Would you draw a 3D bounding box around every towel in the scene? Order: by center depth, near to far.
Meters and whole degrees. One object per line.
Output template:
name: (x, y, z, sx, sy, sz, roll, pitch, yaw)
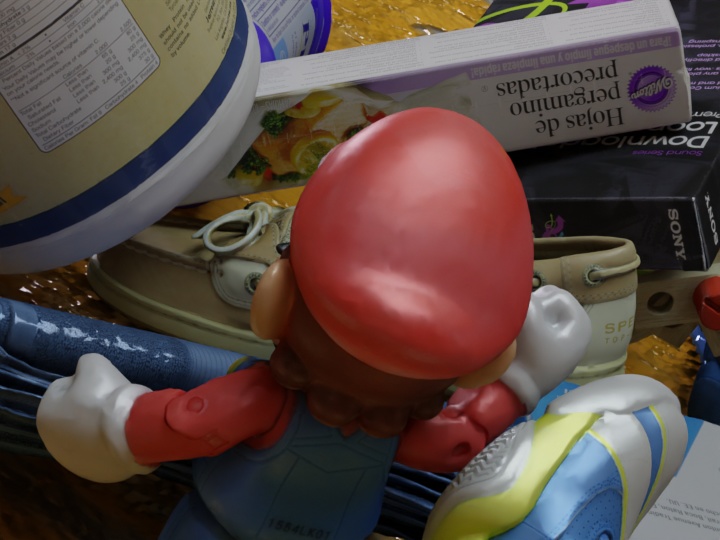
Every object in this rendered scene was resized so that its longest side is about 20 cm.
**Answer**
towel: (-0.059, 0.046, 0.912, 0.200, 0.049, 0.112, 14, -1, -25)

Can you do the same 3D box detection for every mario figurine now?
mario figurine: (-0.013, 0.035, 0.830, 0.106, 0.200, 0.123, 40, 29, 24)

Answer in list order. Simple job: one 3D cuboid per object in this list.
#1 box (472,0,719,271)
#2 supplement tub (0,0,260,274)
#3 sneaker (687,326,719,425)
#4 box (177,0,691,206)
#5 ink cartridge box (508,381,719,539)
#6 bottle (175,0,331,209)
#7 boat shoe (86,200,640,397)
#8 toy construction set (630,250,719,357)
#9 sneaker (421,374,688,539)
box: (0.093, -0.062, 1.092, 0.143, 0.036, 0.200, -1, 32, 25)
supplement tub: (-0.136, -0.113, 0.950, 0.200, 0.144, 0.145, 58, 7, -35)
sneaker: (0.176, 0.026, 1.161, 0.066, 0.079, 0.200, 25, 25, 0)
box: (0.019, -0.062, 1.033, 0.199, 0.039, 0.041, -10, 24, 1)
ink cartridge box: (0.115, 0.135, 0.898, 0.145, 0.084, 0.200, 17, 28, -22)
bottle: (-0.053, -0.091, 1.151, 0.065, 0.084, 0.200, 27, 22, 1)
boat shoe: (0.000, 0.001, 1.009, 0.200, 0.063, 0.073, 13, 19, 18)
toy construction set: (0.098, -0.009, 1.130, 0.131, 0.092, 0.200, 7, 17, -11)
sneaker: (0.044, 0.121, 0.798, 0.200, 0.076, 0.105, -42, 65, -18)
